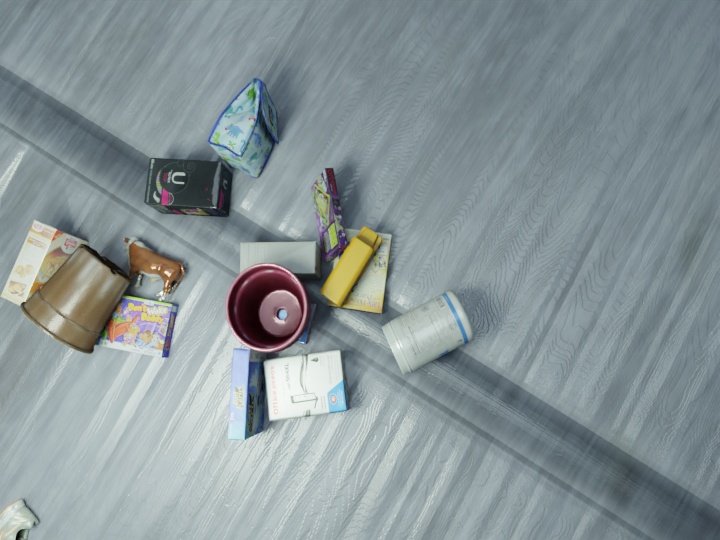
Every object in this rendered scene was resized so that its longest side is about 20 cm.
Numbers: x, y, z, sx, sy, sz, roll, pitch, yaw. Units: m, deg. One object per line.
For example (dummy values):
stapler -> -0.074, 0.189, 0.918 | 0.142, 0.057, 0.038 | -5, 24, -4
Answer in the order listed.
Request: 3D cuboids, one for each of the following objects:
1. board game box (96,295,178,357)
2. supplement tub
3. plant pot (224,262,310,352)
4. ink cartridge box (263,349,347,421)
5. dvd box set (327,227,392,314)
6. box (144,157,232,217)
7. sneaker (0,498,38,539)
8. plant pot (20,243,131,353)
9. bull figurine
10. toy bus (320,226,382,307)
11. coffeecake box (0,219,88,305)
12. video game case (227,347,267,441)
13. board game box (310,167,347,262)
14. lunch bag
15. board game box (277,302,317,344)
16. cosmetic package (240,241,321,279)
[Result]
board game box -> -0.585, 0.141, 1.555 | 0.193, 0.045, 0.139 | 9, 82, 6
supplement tub -> 0.163, 0.149, 1.446 | 0.196, 0.132, 0.135 | -27, 80, 1
plant pot -> -0.209, 0.096, 1.442 | 0.193, 0.179, 0.207 | -1, 81, 4
ink cartridge box -> -0.132, 0.283, 1.475 | 0.193, 0.084, 0.151 | -9, 81, 3
dvd box set -> 0.000, 0.000, 1.532 | 0.141, 0.029, 0.207 | 7, 82, 6
box -> -0.446, -0.215, 1.564 | 0.193, 0.106, 0.127 | 3, 82, 5
sneaker -> -0.888, 0.680, 1.490 | 0.091, 0.076, 0.202 | 36, 87, 5
plant pot -> -0.677, 0.061, 1.462 | 0.198, 0.201, 0.200 | 36, 83, 9
bull figurine -> -0.555, -0.006, 1.565 | 0.195, 0.065, 0.125 | 21, 91, 13
toy bus -> -0.021, -0.012, 1.480 | 0.064, 0.078, 0.203 | 31, 84, 9
coffeecake box -> -0.807, -0.007, 1.540 | 0.071, 0.154, 0.206 | 20, 84, 8
video game case -> -0.267, 0.292, 1.436 | 0.044, 0.181, 0.207 | 1, 82, 5
board game box -> -0.081, -0.138, 1.510 | 0.031, 0.120, 0.207 | -4, 75, -29
lunch bag -> -0.281, -0.366, 1.540 | 0.124, 0.170, 0.205 | 22, 82, 8
board game box -> -0.217, 0.111, 1.541 | 0.194, 0.019, 0.106 | 16, 82, 7
cosmetic package -> -0.198, -0.023, 1.516 | 0.193, 0.107, 0.094 | -3, 81, 3
